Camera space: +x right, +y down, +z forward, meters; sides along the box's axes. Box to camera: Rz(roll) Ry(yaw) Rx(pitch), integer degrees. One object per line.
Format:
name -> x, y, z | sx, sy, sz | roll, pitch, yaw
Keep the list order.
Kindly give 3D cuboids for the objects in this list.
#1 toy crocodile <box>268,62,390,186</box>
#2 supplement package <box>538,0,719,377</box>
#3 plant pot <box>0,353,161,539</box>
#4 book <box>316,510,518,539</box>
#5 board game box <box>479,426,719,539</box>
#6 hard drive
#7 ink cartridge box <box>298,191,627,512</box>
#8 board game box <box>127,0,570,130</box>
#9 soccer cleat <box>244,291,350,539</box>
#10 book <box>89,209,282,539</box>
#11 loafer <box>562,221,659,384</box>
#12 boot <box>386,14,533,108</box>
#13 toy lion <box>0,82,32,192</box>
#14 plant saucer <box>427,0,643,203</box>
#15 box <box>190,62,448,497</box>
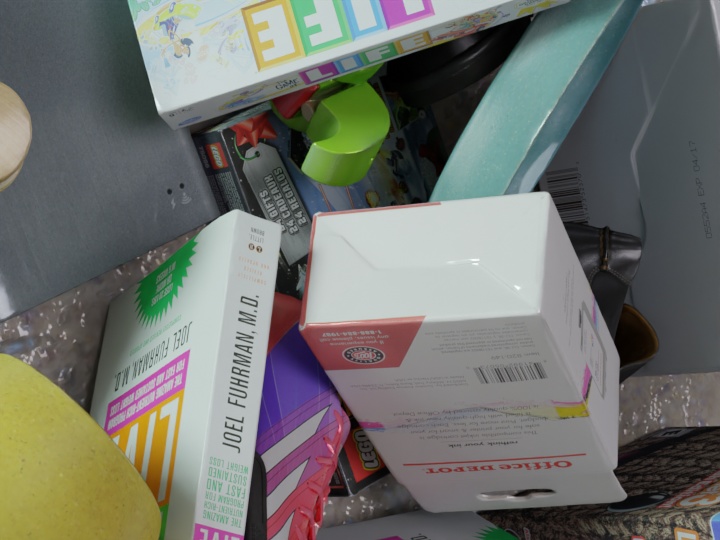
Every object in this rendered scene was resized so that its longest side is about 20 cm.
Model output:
toy crocodile -> -0.043, -0.132, 1.105 | 0.062, 0.067, 0.201 | -20, 77, -35
supplement package -> 0.191, -0.051, 1.247 | 0.111, 0.155, 0.201 | -14, 94, -39
plant pot -> -0.167, 0.117, 0.920 | 0.142, 0.200, 0.200 | -45, 113, -21
book -> 0.014, 0.171, 1.097 | 0.199, 0.133, 0.048 | -8, 110, -39
board game box -> 0.192, 0.152, 1.204 | 0.159, 0.200, 0.097 | -19, 98, -37
hard drive -> -0.160, -0.092, 1.062 | 0.139, 0.033, 0.201 | -28, 102, -35
ink cartridge box -> 0.058, 0.046, 1.082 | 0.200, 0.116, 0.068 | 61, 30, -54
board game box -> -0.015, -0.162, 1.056 | 0.199, 0.034, 0.135 | -18, 79, 4
soccer cleat -> -0.036, 0.092, 1.044 | 0.073, 0.068, 0.201 | 14, 46, -20
book -> -0.085, 0.088, 1.013 | 0.048, 0.134, 0.201 | 18, 61, -24
loafer -> 0.123, 0.046, 1.192 | 0.200, 0.072, 0.073 | 69, 22, -55
boot -> 0.012, -0.189, 1.139 | 0.158, 0.079, 0.212 | 50, 23, -27
toy lion -> -0.252, -0.065, 0.954 | 0.191, 0.069, 0.200 | 39, 81, -6
plant saucer -> 0.084, -0.078, 1.127 | 0.036, 0.200, 0.200 | 31, 63, 5
box -> 0.000, 0.000, 1.171 | 0.137, 0.040, 0.201 | -26, 102, -37
